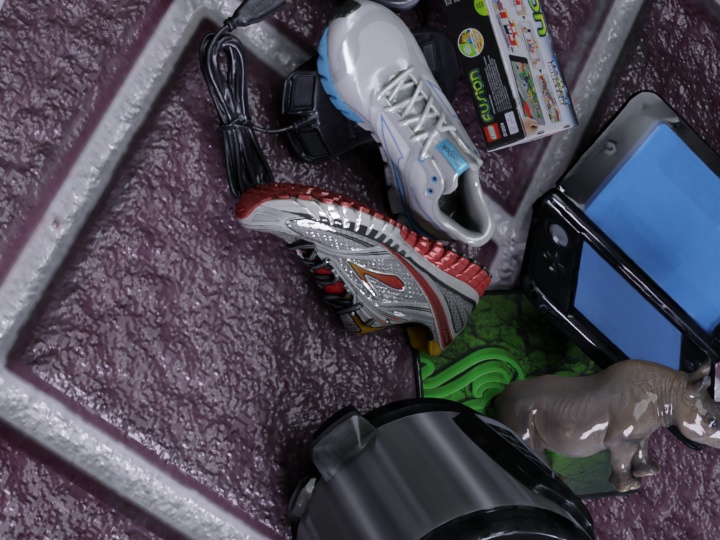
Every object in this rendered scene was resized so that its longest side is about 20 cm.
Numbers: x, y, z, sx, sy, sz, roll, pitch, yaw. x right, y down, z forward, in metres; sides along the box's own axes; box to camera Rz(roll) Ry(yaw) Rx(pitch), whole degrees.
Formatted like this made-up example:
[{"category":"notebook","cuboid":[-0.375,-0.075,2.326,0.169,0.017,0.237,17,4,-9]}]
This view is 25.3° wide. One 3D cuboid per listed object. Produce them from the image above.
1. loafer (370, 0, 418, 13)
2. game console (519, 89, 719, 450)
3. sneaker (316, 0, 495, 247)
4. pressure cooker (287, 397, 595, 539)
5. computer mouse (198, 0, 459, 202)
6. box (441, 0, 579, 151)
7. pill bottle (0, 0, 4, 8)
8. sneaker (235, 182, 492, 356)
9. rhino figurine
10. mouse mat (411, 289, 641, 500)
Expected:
[{"category":"loafer","cuboid":[-0.034,-0.253,1.133,0.200,0.063,0.072,44,83,0]},{"category":"game console","cuboid":[0.232,-0.001,1.198,0.200,0.116,0.176,41,34,-15]},{"category":"sneaker","cuboid":[0.042,-0.097,1.090,0.075,0.086,0.201,-40,123,-13]},{"category":"pressure cooker","cuboid":[0.046,0.180,1.028,0.177,0.200,0.178,-1,114,-21]},{"category":"computer mouse","cuboid":[-0.027,-0.143,1.111,0.199,0.046,0.142,-29,118,-23]},{"category":"box","cuboid":[0.100,-0.193,1.183,0.110,0.034,0.202,-17,91,-61]},{"category":"pill bottle","cuboid":[-0.289,-0.109,0.926,0.110,0.110,0.202,28,68,-23]},{"category":"sneaker","cuboid":[0.000,0.000,1.090,0.199,0.078,0.083,26,88,-28]},{"category":"rhino figurine","cuboid":[0.185,0.108,1.135,0.060,0.198,0.088,-29,107,-70]},{"category":"mouse mat","cuboid":[0.128,0.094,1.196,0.198,0.008,0.163,-2,83,-29]}]
